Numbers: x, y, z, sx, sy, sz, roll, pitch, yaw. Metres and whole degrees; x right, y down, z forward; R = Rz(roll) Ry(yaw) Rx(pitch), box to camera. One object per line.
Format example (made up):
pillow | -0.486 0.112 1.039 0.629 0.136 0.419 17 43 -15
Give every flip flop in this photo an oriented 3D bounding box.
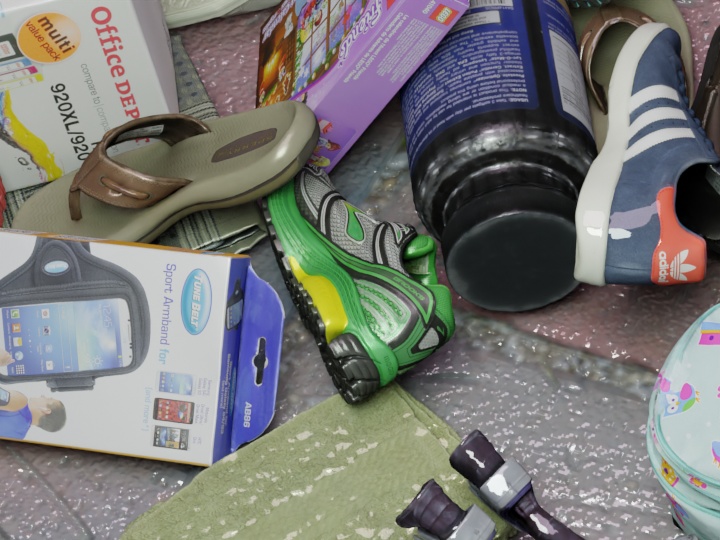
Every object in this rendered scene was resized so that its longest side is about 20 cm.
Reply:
flip flop | -0.119 -0.060 1.689 0.199 0.058 0.081 -18 42 25
flip flop | 0.162 -0.118 1.754 0.080 0.058 0.201 -7 48 6

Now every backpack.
backpack | 0.249 0.096 1.510 0.199 0.127 0.167 17 59 28

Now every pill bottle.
pill bottle | 0.081 -0.079 1.704 0.111 0.112 0.201 -9 49 4

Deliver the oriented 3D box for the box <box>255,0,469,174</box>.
box | -0.001 -0.151 1.740 0.039 0.200 0.137 21 46 -22

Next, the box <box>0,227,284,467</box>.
box | -0.143 0.043 1.654 0.199 0.041 0.120 6 93 19

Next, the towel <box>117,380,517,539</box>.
towel | -0.023 0.146 1.587 0.199 0.037 0.148 -33 52 -17

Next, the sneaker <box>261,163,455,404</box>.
sneaker | 0.000 0.000 1.665 0.085 0.078 0.200 -22 38 -6

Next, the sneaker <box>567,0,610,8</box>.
sneaker | 0.113 -0.209 1.814 0.199 0.078 0.086 12 45 47

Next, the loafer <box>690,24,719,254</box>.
loafer | 0.228 -0.092 1.695 0.073 0.071 0.201 20 50 -11

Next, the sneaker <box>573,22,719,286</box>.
sneaker | 0.176 -0.061 1.630 0.084 0.075 0.201 7 46 11

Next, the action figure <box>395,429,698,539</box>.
action figure | 0.116 0.168 1.505 0.200 0.069 0.130 41 67 13

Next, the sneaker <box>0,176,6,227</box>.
sneaker | -0.300 -0.007 1.729 0.200 0.078 0.082 -37 42 1

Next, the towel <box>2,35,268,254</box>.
towel | -0.169 -0.047 1.784 0.191 0.035 0.201 -21 46 -5

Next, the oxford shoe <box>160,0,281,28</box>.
oxford shoe | -0.064 -0.193 1.874 0.199 0.058 0.076 -20 54 15

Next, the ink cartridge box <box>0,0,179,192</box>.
ink cartridge box | -0.223 -0.146 1.763 0.199 0.148 0.145 -14 47 3
